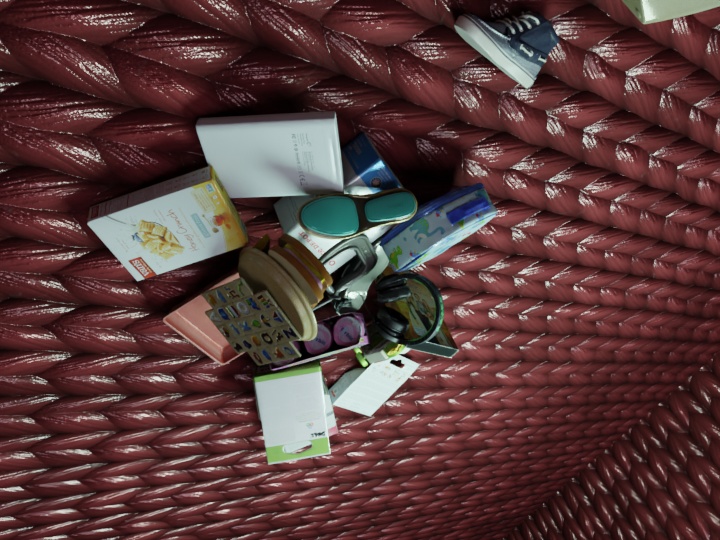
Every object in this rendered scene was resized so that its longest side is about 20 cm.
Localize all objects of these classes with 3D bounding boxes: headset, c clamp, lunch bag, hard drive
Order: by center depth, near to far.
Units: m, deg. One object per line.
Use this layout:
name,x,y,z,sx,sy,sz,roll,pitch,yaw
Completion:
hard drive,-0.127,-0.166,0.834,0.195,0.027,0.134,-2,138,4
c clamp,-0.043,0.010,0.993,0.168,0.027,0.201,-30,157,-5
headset,0.049,0.066,1.015,0.093,0.196,0.127,0,94,-61
lunch bag,0.142,-0.080,1.018,0.198,0.084,0.160,-26,175,-38

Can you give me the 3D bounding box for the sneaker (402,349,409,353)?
sneaker,0.125,0.150,1.299,0.071,0.115,0.203,-9,138,-23

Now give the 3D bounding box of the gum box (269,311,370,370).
gum box,-0.079,0.139,1.139,0.196,0.068,0.113,-17,171,9

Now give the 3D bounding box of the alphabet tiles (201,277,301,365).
alphabet tiles,-0.187,0.091,0.966,0.198,0.006,0.168,-18,114,45

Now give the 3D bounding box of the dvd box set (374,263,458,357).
dvd box set,0.107,0.076,1.141,0.145,0.202,0.029,20,125,-41

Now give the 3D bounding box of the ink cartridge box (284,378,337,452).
ink cartridge box,-0.140,0.340,1.372,0.143,0.084,0.202,-18,140,-11

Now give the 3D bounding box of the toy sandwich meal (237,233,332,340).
toy sandwich meal,-0.123,0.025,0.932,0.070,0.203,0.208,-40,147,-28

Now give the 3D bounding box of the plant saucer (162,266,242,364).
plant saucer,-0.238,0.077,1.077,0.197,0.037,0.201,-31,139,3

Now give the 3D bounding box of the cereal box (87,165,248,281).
cereal box,-0.289,-0.067,0.873,0.196,0.040,0.145,-19,140,2

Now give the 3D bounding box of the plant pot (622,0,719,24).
plant pot,0.431,-0.469,0.773,0.174,0.203,0.200,-27,142,17

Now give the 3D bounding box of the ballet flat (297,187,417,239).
ballet flat,-0.007,-0.086,0.883,0.195,0.063,0.070,-8,92,-19

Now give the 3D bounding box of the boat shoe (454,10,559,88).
boat shoe,0.225,-0.361,0.860,0.198,0.075,0.094,12,120,-47

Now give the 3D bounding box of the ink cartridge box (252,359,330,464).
ink cartridge box,-0.148,0.302,1.237,0.144,0.076,0.205,-8,102,-7

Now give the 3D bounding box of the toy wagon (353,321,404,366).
toy wagon,0.057,0.141,1.193,0.154,0.200,0.040,-39,108,0

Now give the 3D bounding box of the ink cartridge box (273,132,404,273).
ink cartridge box,-0.026,-0.108,0.963,0.198,0.085,0.145,-36,140,9

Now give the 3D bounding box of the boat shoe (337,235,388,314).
boat shoe,0.000,0.000,1.110,0.073,0.062,0.202,-3,136,-30

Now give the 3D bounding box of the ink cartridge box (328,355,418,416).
ink cartridge box,0.032,0.274,1.440,0.201,0.050,0.161,-49,136,11
